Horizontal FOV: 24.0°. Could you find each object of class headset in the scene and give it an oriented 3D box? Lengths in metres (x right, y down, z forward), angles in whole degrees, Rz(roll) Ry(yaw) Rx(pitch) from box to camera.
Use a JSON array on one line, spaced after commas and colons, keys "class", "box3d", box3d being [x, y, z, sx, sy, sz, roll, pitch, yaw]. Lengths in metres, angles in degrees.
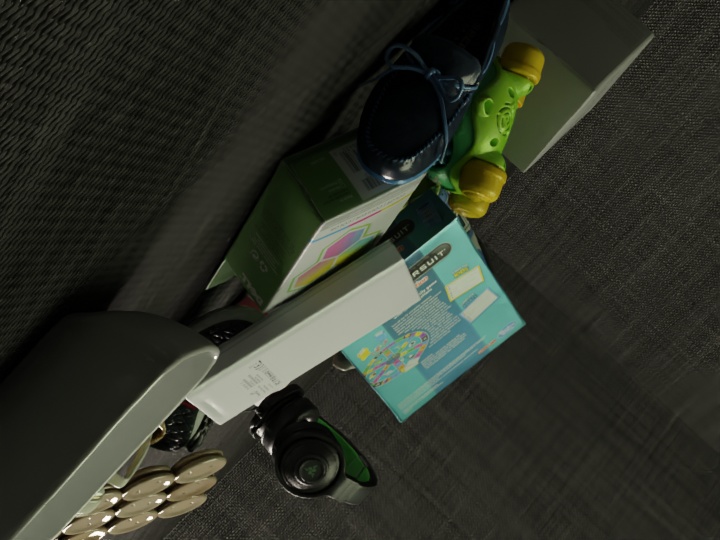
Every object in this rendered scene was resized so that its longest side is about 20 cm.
[{"class": "headset", "box3d": [-0.071, 0.168, 1.598, 0.094, 0.124, 0.200, -49, 131, 9]}]

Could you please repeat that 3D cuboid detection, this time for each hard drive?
[{"class": "hard drive", "box3d": [-0.048, 0.053, 1.373, 0.200, 0.026, 0.132, -33, 163, -1]}]

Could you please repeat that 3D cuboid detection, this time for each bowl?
[{"class": "bowl", "box3d": [-0.186, 0.099, 1.050, 0.200, 0.075, 0.200, -49, 176, 1]}]

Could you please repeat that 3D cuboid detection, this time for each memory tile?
[{"class": "memory tile", "box3d": [-0.224, 0.214, 1.533, 0.200, 0.017, 0.153, -16, 159, -22]}]

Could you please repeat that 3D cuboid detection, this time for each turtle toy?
[{"class": "turtle toy", "box3d": [0.087, -0.129, 1.512, 0.200, 0.101, 0.146, 122, -12, -80]}]

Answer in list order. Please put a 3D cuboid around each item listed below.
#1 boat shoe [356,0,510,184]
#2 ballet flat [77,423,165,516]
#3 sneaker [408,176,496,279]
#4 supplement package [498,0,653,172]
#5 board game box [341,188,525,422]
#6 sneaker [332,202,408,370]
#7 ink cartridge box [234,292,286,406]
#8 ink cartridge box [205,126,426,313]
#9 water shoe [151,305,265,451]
[{"class": "boat shoe", "box3d": [0.052, -0.152, 1.258, 0.069, 0.084, 0.200, 113, 1, -55]}, {"class": "ballet flat", "box3d": [-0.210, 0.147, 1.294, 0.071, 0.065, 0.200, -51, 175, 37]}, {"class": "sneaker", "box3d": [0.068, -0.040, 1.651, 0.076, 0.200, 0.077, -29, 168, 10]}, {"class": "supplement package", "box3d": [0.186, -0.206, 1.685, 0.120, 0.121, 0.200, -50, 175, 34]}, {"class": "board game box", "box3d": [0.049, 0.035, 1.524, 0.151, 0.047, 0.200, -38, 142, -1]}, {"class": "sneaker", "box3d": [0.000, 0.000, 1.557, 0.090, 0.075, 0.200, -30, 123, -32]}, {"class": "ink cartridge box", "box3d": [-0.054, 0.029, 1.676, 0.200, 0.083, 0.147, -46, 175, -17]}, {"class": "ink cartridge box", "box3d": [-0.038, -0.028, 1.312, 0.104, 0.059, 0.200, -26, 164, -34]}, {"class": "water shoe", "box3d": [-0.141, 0.077, 1.485, 0.200, 0.071, 0.079, -47, -160, 38]}]
